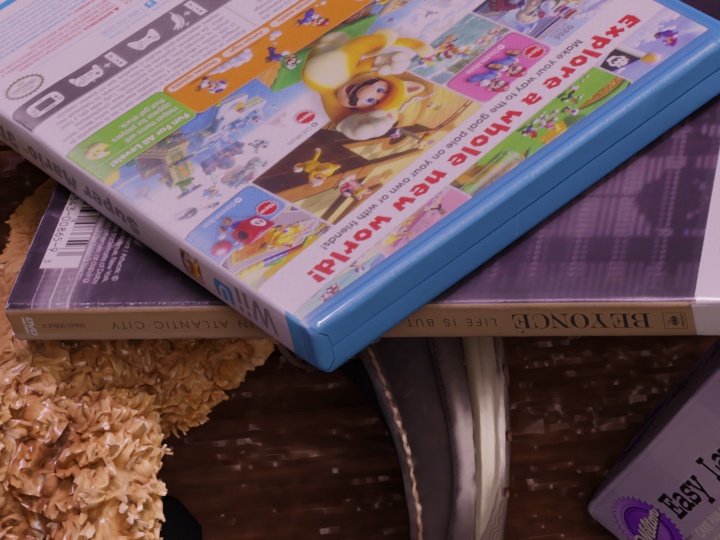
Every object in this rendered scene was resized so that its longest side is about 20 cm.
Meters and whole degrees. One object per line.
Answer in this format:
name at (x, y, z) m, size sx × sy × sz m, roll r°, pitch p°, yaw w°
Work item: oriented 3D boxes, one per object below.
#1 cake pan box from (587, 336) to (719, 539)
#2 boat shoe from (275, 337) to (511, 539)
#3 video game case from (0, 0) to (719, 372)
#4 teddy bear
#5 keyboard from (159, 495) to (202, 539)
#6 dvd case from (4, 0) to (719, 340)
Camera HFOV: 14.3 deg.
cake pan box at (0.172, 0.074, 0.781) m, size 0.184 × 0.200 × 0.052 m, roll 41°, pitch 60°, yaw 4°
boat shoe at (0.000, 0.000, 0.841) m, size 0.073 × 0.075 × 0.201 m, roll -9°, pitch 71°, yaw 0°
video game case at (-0.018, -0.059, 0.773) m, size 0.143 × 0.018 × 0.200 m, roll -35°, pitch 43°, yaw -22°
teddy bear at (-0.104, 0.053, 0.768) m, size 0.200 × 0.145 × 0.067 m, roll -59°, pitch 135°, yaw -46°
keyboard at (-0.090, 0.116, 0.754) m, size 0.104 × 0.040 × 0.200 m, roll 7°, pitch 37°, yaw -9°
dvd case at (0.020, -0.036, 0.762) m, size 0.199 × 0.016 × 0.149 m, roll -1°, pitch 42°, yaw 17°
